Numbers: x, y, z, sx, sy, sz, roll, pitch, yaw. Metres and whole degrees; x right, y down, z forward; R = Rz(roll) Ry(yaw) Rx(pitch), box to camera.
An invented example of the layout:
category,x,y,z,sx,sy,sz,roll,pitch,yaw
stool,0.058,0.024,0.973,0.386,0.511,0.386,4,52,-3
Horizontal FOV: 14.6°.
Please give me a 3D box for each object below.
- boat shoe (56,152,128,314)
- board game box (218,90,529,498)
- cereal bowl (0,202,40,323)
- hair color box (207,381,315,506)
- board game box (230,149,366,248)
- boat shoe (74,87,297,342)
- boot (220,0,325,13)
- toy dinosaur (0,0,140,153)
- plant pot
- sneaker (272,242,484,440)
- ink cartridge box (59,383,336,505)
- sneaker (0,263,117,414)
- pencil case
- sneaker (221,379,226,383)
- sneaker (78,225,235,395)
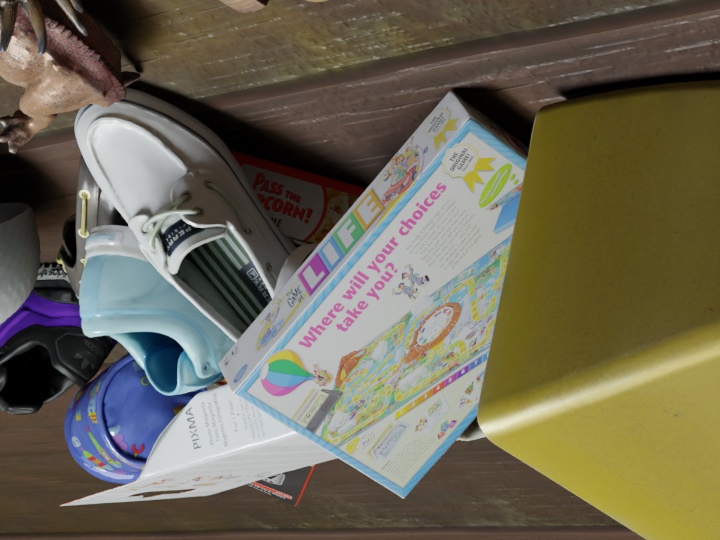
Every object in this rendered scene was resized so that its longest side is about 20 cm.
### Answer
category,x,y,z,sx,sy,sz,roll,pitch,yaw
boat shoe,-0.158,-0.021,1.769,0.060,0.072,0.201,18,151,-4
board game box,0.037,0.016,1.543,0.134,0.200,0.034,34,-167,-32
cereal bowl,-0.300,0.021,1.818,0.199,0.084,0.200,-13,-170,2
hair color box,-0.069,0.098,1.986,0.101,0.061,0.200,21,158,0
board game box,0.000,0.000,1.711,0.199,0.046,0.152,16,158,10
boat shoe,-0.091,-0.025,1.617,0.200,0.067,0.074,42,114,0
boot,-0.070,-0.189,1.291,0.155,0.074,0.200,35,152,-23
toy dinosaur,-0.174,-0.127,1.518,0.135,0.086,0.200,-11,149,41
plant pot,0.203,0.018,1.402,0.200,0.200,0.176,33,144,-30
sneaker,0.026,0.042,1.622,0.079,0.079,0.200,10,164,33
ink cartridge box,-0.069,0.102,1.765,0.200,0.057,0.162,-13,171,33
sneaker,-0.246,0.053,1.976,0.200,0.100,0.070,-7,144,47
pencil case,-0.153,0.105,1.925,0.087,0.078,0.200,54,166,0
sneaker,-0.037,0.058,1.846,0.199,0.078,0.077,21,154,0
sneaker,-0.098,0.045,1.713,0.200,0.082,0.074,27,158,-37
